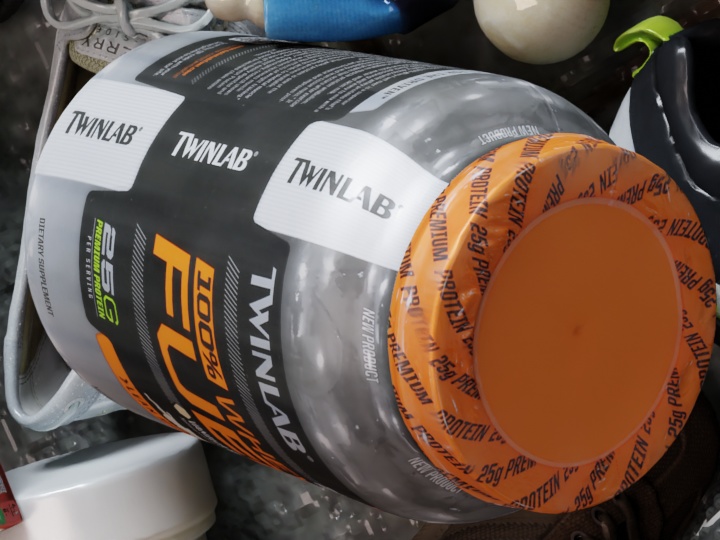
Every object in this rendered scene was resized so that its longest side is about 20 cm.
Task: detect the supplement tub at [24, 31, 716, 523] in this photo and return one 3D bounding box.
[{"bbox_3d":[0.000,0.000,0.782,0.200,0.122,0.124,14,111,55],"label":"supplement tub"}]

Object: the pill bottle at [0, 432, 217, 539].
[{"bbox_3d":[-0.070,0.161,0.913,0.112,0.113,0.201,-10,96,34],"label":"pill bottle"}]

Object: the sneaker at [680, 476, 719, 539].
[{"bbox_3d":[0.115,0.110,0.786,0.080,0.074,0.200,33,148,11],"label":"sneaker"}]

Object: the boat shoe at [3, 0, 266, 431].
[{"bbox_3d":[-0.073,-0.044,0.892,0.074,0.065,0.203,25,113,25],"label":"boat shoe"}]

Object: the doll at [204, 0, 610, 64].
[{"bbox_3d":[-0.004,-0.129,0.816,0.136,0.049,0.200,-46,64,-7],"label":"doll"}]

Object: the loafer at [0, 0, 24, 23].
[{"bbox_3d":[-0.134,-0.125,0.888,0.200,0.073,0.072,-20,72,60],"label":"loafer"}]

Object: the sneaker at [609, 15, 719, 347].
[{"bbox_3d":[0.144,-0.003,0.750,0.199,0.072,0.083,32,131,23],"label":"sneaker"}]

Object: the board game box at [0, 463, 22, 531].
[{"bbox_3d":[-0.188,0.007,0.884,0.102,0.019,0.201,-24,83,19],"label":"board game box"}]

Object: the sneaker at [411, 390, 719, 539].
[{"bbox_3d":[0.041,0.104,0.783,0.075,0.200,0.071,29,148,49],"label":"sneaker"}]
